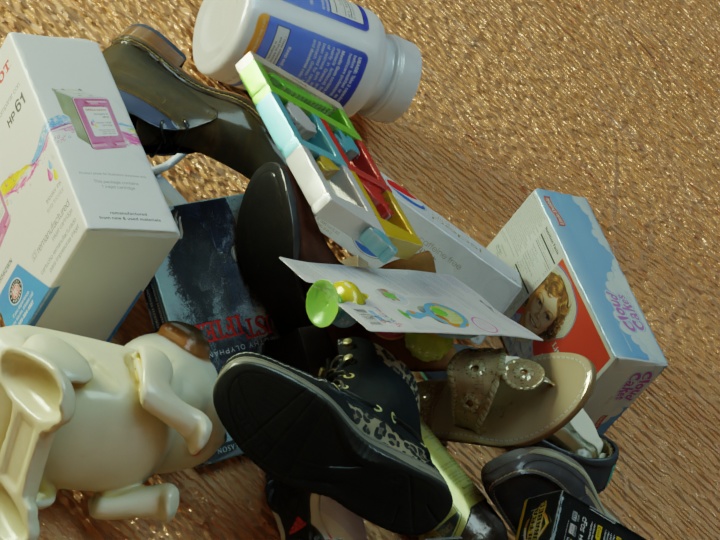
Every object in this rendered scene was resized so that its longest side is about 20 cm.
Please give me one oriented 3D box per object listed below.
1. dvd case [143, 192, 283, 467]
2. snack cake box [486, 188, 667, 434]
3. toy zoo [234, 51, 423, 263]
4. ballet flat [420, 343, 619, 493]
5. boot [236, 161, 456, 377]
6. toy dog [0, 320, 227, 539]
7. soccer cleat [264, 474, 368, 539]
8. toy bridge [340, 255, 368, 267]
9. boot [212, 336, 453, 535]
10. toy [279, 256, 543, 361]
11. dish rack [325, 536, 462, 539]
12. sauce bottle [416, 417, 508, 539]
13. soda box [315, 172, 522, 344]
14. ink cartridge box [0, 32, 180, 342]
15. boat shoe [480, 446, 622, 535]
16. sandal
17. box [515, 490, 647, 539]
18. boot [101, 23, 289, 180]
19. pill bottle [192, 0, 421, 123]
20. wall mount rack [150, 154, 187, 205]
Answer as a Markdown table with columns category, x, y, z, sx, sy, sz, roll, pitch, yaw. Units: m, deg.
| category | x | y | z | sx | sy | sz | roll | pitch | yaw |
| --- | --- | --- | --- | --- | --- | --- | --- | --- | --- |
| dvd case | -0.102 | 0.042 | 1.620 | 0.146 | 0.022 | 0.201 | -11 | 84 | -49 |
| snack cake box | 0.186 | 0.039 | 1.877 | 0.067 | 0.115 | 0.201 | 8 | 45 | -36 |
| toy zoo | -0.019 | -0.081 | 1.668 | 0.131 | 0.020 | 0.200 | 25 | 30 | -52 |
| ballet flat | 0.143 | 0.115 | 1.791 | 0.200 | 0.073 | 0.073 | 40 | 34 | 0 |
| boot | 0.000 | 0.000 | 1.677 | 0.200 | 0.068 | 0.189 | -9 | 80 | -48 |
| toy dog | -0.184 | 0.104 | 1.469 | 0.199 | 0.140 | 0.194 | -2 | 21 | -43 |
| soccer cleat | -0.025 | 0.192 | 1.562 | 0.073 | 0.068 | 0.201 | 40 | 30 | -36 |
| toy bridge | -0.007 | 0.021 | 1.742 | 0.200 | 0.027 | 0.067 | 35 | 45 | -43 |
| boot | -0.026 | 0.097 | 1.523 | 0.203 | 0.074 | 0.154 | 34 | 22 | -22 |
| toy | 0.034 | 0.038 | 1.607 | 0.200 | 0.047 | 0.115 | 10 | 21 | -47 |
| dish rack | 0.025 | 0.263 | 1.475 | 0.199 | 0.054 | 0.154 | 2 | 84 | -43 |
| sauce bottle | 0.072 | 0.194 | 1.640 | 0.200 | 0.065 | 0.065 | 49 | 36 | 16 |
| soda box | 0.045 | -0.023 | 1.843 | 0.200 | 0.068 | 0.064 | 36 | 11 | -6 |
| ink cartridge box | -0.231 | -0.060 | 1.573 | 0.084 | 0.145 | 0.200 | 3 | 48 | -37 |
| boat shoe | 0.167 | 0.210 | 1.654 | 0.200 | 0.074 | 0.073 | 42 | 24 | -39 |
| sandal | 0.085 | 0.096 | 1.643 | 0.070 | 0.211 | 0.078 | 31 | 61 | -32 |
| box | 0.174 | 0.289 | 1.563 | 0.159 | 0.049 | 0.201 | 32 | 58 | -27 |
| boot | -0.142 | -0.107 | 1.671 | 0.200 | 0.075 | 0.097 | 37 | 50 | 8 |
| pill bottle | -0.046 | -0.205 | 1.938 | 0.199 | 0.112 | 0.112 | 18 | 40 | -29 |
| wall mount rack | -0.122 | -0.060 | 1.736 | 0.200 | 0.075 | 0.174 | 48 | 35 | 11 |
